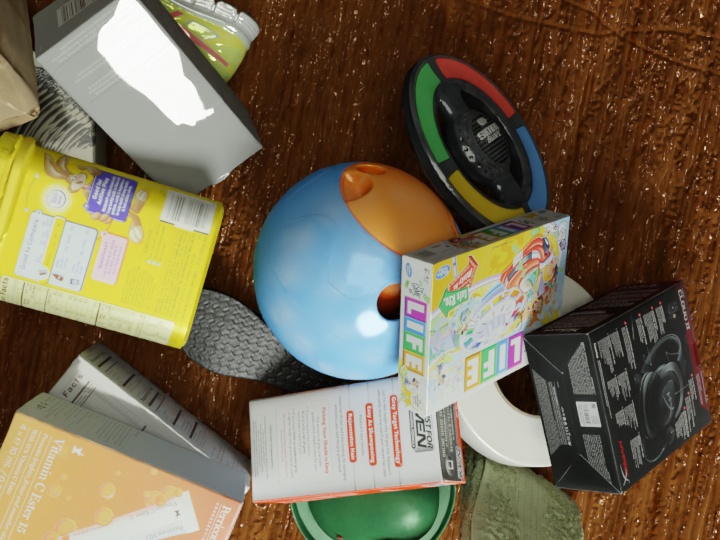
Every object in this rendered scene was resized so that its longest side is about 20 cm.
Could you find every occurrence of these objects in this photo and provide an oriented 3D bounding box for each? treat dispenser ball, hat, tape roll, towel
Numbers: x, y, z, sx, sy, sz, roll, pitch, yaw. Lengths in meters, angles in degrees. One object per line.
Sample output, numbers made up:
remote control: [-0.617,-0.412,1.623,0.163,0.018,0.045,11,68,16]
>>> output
treat dispenser ball: [0.000,0.000,0.874,0.199,0.201,0.203,0,92,-5]
hat: [0.034,0.233,0.894,0.198,0.176,0.167,2,93,-6]
tape roll: [0.168,0.094,0.944,0.201,0.037,0.204,4,79,-20]
towel: [0.158,0.252,0.906,0.148,0.200,0.037,37,115,-6]

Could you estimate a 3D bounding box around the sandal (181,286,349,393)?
sandal: [-0.104,0.077,0.951,0.199,0.045,0.075,27,94,-20]

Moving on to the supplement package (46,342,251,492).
supplement package: [-0.215,0.177,0.904,0.200,0.110,0.114,40,88,-5]

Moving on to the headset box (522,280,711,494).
headset box: [0.255,0.102,0.900,0.199,0.077,0.150,-21,100,-43]

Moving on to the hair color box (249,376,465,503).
hair color box: [-0.007,0.161,0.891,0.199,0.061,0.102,-12,72,26]

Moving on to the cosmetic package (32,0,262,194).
cosmetic package: [-0.189,-0.167,0.856,0.106,0.090,0.200,-32,133,7]

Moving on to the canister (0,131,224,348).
canister: [-0.236,-0.022,0.843,0.199,0.087,0.150,17,89,-11]

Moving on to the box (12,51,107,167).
box: [-0.290,-0.106,0.910,0.081,0.068,0.202,-2,91,-7]

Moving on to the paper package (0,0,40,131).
paper package: [-0.394,-0.200,0.825,0.189,0.104,0.201,-20,55,0]

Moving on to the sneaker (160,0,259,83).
sneaker: [-0.204,-0.237,0.911,0.199,0.078,0.091,20,92,-6]

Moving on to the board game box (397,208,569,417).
board game box: [0.112,0.031,0.830,0.199,0.034,0.135,-19,118,-43]

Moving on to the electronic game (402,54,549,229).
electronic game: [0.114,-0.119,0.906,0.042,0.200,0.201,-32,96,39]

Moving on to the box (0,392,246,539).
box: [-0.212,0.204,0.801,0.199,0.097,0.125,23,89,-6]
